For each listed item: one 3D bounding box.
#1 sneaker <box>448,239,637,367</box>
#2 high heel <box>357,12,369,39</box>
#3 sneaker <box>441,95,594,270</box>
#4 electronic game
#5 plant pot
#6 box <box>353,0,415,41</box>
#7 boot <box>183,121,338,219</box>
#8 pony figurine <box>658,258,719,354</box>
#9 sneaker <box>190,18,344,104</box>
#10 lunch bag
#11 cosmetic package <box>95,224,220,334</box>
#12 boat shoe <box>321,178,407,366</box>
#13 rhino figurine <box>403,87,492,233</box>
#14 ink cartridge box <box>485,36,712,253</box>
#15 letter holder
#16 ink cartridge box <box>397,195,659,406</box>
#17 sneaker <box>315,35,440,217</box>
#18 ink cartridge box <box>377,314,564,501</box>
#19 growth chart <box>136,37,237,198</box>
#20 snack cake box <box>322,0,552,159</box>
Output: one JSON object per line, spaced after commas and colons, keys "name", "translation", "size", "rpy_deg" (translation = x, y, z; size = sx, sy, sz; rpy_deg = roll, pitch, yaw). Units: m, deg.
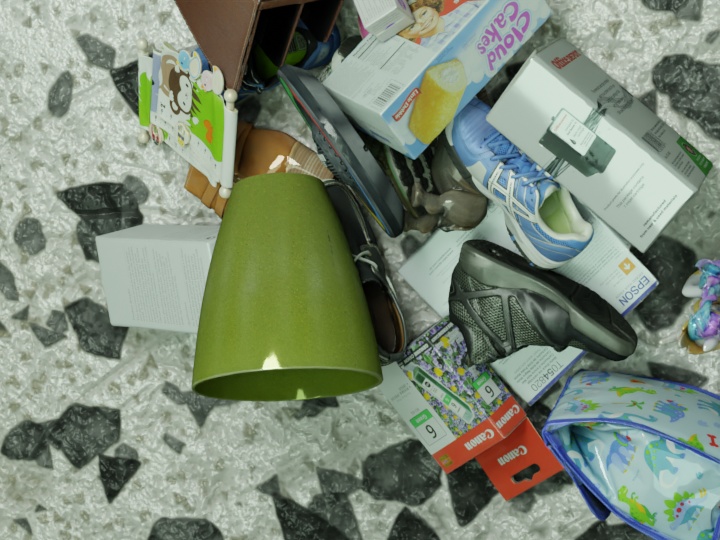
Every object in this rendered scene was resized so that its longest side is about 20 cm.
{"name": "sneaker", "translation": [0.174, 0.059, 1.625], "size": [0.198, 0.076, 0.115], "rpy_deg": [25, 112, 13]}
{"name": "high heel", "translation": [0.040, -0.279, 1.636], "size": [0.096, 0.067, 0.201], "rpy_deg": [-30, 82, 27]}
{"name": "sneaker", "translation": [0.155, -0.093, 1.576], "size": [0.200, 0.076, 0.077], "rpy_deg": [50, 155, -10]}
{"name": "electronic game", "translation": [-0.020, -0.116, 1.596], "size": [0.041, 0.200, 0.201], "rpy_deg": [-35, 91, -1]}
{"name": "plant pot", "translation": [-0.074, 0.014, 1.597], "size": [0.185, 0.187, 0.202], "rpy_deg": [-7, 76, 19]}
{"name": "box", "translation": [-0.004, -0.315, 1.580], "size": [0.041, 0.039, 0.201], "rpy_deg": [-31, 62, 20]}
{"name": "boot", "translation": [-0.123, -0.055, 1.732], "size": [0.154, 0.077, 0.202], "rpy_deg": [23, 106, 9]}
{"name": "pony figurine", "translation": [0.383, 0.036, 1.525], "size": [0.191, 0.200, 0.168], "rpy_deg": [-7, 100, 19]}
{"name": "sneaker", "translation": [-0.118, -0.218, 1.686], "size": [0.199, 0.089, 0.079], "rpy_deg": [-20, 96, 23]}
{"name": "lunch bag", "translation": [0.281, 0.175, 1.609], "size": [0.199, 0.170, 0.128], "rpy_deg": [27, 109, 9]}
{"name": "cosmetic package", "translation": [-0.190, 0.008, 1.730], "size": [0.199, 0.071, 0.103], "rpy_deg": [4, 107, 45]}
{"name": "boat shoe", "translation": [0.000, 0.000, 1.671], "size": [0.071, 0.068, 0.202], "rpy_deg": [-17, 90, -20]}
{"name": "rhino figurine", "translation": [0.093, -0.134, 1.627], "size": [0.087, 0.060, 0.202], "rpy_deg": [7, 84, -15]}
{"name": "ink cartridge box", "translation": [0.231, -0.124, 1.566], "size": [0.200, 0.147, 0.083], "rpy_deg": [41, 113, 6]}
{"name": "letter holder", "translation": [-0.115, -0.292, 1.627], "size": [0.201, 0.100, 0.143], "rpy_deg": [60, 147, 27]}
{"name": "ink cartridge box", "translation": [0.172, 0.002, 1.671], "size": [0.200, 0.041, 0.200], "rpy_deg": [46, 112, 3]}
{"name": "sneaker", "translation": [0.018, -0.141, 1.686], "size": [0.088, 0.077, 0.201], "rpy_deg": [-21, 99, 52]}
{"name": "ink cartridge box", "translation": [0.110, 0.156, 1.704], "size": [0.201, 0.050, 0.109], "rpy_deg": [52, 137, 1]}
{"name": "growth chart", "translation": [-0.180, -0.164, 1.685], "size": [0.200, 0.018, 0.146], "rpy_deg": [35, 135, 44]}
{"name": "snack cake box", "translation": [0.072, -0.213, 1.565], "size": [0.200, 0.115, 0.067], "rpy_deg": [-47, 126, -7]}
